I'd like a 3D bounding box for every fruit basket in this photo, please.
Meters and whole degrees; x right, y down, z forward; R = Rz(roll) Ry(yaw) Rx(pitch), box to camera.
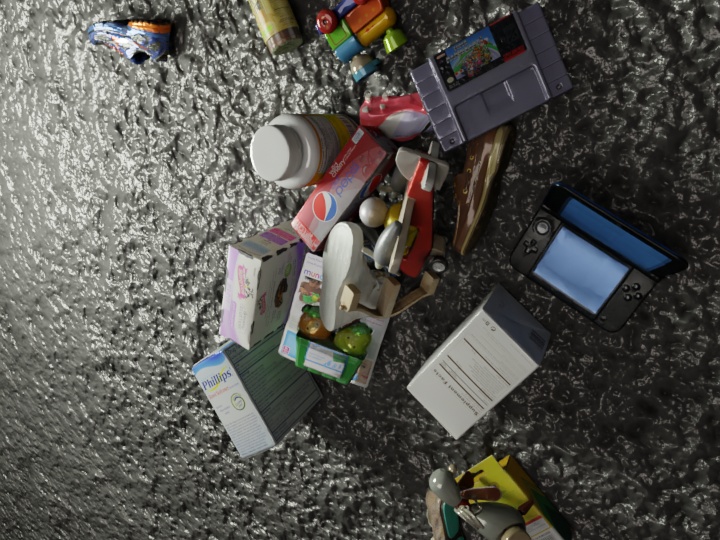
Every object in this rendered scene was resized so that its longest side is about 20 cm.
[{"bbox_3d":[-0.042,0.094,1.058,0.180,0.094,0.205,20,109,1],"label":"fruit basket"}]

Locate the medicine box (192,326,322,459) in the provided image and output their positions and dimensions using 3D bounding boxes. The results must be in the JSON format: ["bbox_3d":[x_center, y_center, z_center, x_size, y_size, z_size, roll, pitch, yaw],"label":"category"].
[{"bbox_3d":[-0.195,0.219,1.142,0.102,0.182,0.203,-29,93,31],"label":"medicine box"}]

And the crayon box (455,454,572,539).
[{"bbox_3d":[0.262,0.421,1.043,0.201,0.051,0.127,50,122,4],"label":"crayon box"}]

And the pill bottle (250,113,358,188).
[{"bbox_3d":[-0.082,-0.190,0.927,0.107,0.198,0.113,8,107,30],"label":"pill bottle"}]

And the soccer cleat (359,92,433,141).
[{"bbox_3d":[0.092,-0.238,0.912,0.194,0.068,0.077,2,146,19],"label":"soccer cleat"}]

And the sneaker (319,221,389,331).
[{"bbox_3d":[0.000,0.000,0.951,0.074,0.113,0.204,50,141,37],"label":"sneaker"}]

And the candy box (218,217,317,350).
[{"bbox_3d":[-0.157,0.017,1.042,0.070,0.199,0.172,22,116,18],"label":"candy box"}]

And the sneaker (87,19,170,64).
[{"bbox_3d":[-0.444,-0.435,1.119,0.195,0.075,0.081,12,116,26],"label":"sneaker"}]

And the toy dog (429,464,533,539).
[{"bbox_3d":[0.214,0.383,0.967,0.200,0.097,0.131,45,167,-26],"label":"toy dog"}]

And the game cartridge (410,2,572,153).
[{"bbox_3d":[0.180,-0.268,0.822,0.196,0.038,0.133,-25,95,12],"label":"game cartridge"}]

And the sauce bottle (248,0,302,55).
[{"bbox_3d":[-0.160,-0.461,0.962,0.064,0.064,0.205,-20,95,31],"label":"sauce bottle"}]

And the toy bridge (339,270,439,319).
[{"bbox_3d":[0.044,0.045,0.950,0.027,0.196,0.069,43,128,37],"label":"toy bridge"}]

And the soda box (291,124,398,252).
[{"bbox_3d":[-0.024,-0.126,0.915,0.063,0.070,0.201,45,114,11],"label":"soda box"}]

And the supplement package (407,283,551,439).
[{"bbox_3d":[0.190,0.147,0.946,0.120,0.121,0.201,43,122,8],"label":"supplement package"}]

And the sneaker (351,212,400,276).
[{"bbox_3d":[-0.004,-0.060,1.006,0.197,0.075,0.078,32,119,14],"label":"sneaker"}]

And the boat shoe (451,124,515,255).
[{"bbox_3d":[0.175,-0.126,0.896,0.066,0.071,0.206,23,110,24],"label":"boat shoe"}]

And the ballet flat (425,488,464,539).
[{"bbox_3d":[0.162,0.509,1.128,0.066,0.067,0.207,3,104,47],"label":"ballet flat"}]

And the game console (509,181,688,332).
[{"bbox_3d":[0.320,-0.012,0.825,0.198,0.118,0.174,35,119,14],"label":"game console"}]

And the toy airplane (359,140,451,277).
[{"bbox_3d":[0.063,-0.093,0.863,0.137,0.200,0.206,4,90,13],"label":"toy airplane"}]

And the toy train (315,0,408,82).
[{"bbox_3d":[0.036,-0.383,0.877,0.197,0.085,0.117,-27,104,32],"label":"toy train"}]
